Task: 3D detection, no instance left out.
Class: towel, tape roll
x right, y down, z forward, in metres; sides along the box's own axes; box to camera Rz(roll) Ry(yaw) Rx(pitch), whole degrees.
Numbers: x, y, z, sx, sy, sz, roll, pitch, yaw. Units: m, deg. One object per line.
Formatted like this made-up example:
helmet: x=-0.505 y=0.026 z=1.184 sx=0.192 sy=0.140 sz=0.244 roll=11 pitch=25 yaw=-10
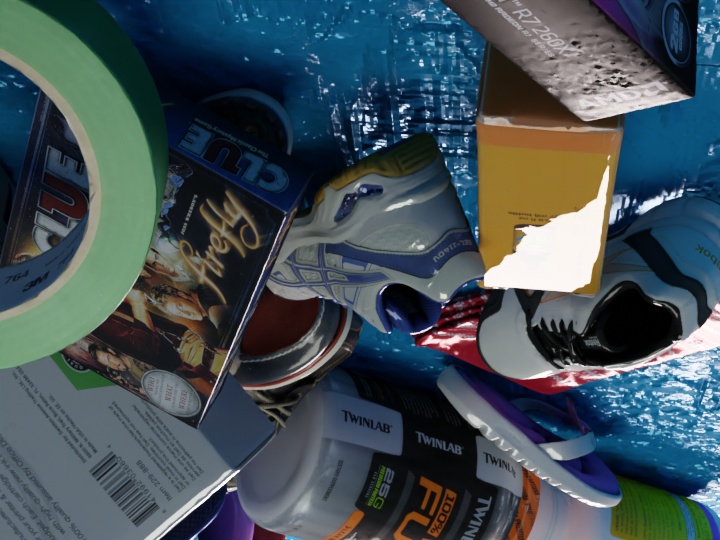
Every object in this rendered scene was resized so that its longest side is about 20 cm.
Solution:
towel: x=0.145 y=0.036 z=1.152 sx=0.144 sy=0.023 sz=0.199 roll=22 pitch=153 yaw=-36
tape roll: x=-0.188 y=-0.050 z=0.848 sx=0.199 sy=0.048 sz=0.202 roll=0 pitch=120 yaw=1

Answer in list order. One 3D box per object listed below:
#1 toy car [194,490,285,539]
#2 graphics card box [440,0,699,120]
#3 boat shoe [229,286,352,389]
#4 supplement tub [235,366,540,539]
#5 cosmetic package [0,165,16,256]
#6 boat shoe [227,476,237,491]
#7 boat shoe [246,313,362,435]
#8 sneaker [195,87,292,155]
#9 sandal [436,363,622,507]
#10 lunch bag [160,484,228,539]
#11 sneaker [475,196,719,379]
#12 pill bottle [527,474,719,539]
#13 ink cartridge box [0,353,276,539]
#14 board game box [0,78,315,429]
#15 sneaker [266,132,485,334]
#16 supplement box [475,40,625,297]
toy car: x=-0.141 y=0.243 z=1.590 sx=0.150 sy=0.176 sz=0.200 roll=-40 pitch=141 yaw=13
graphics card box: x=0.045 y=-0.146 z=0.596 sx=0.051 sy=0.126 sz=0.200 roll=-10 pitch=152 yaw=34
boat shoe: x=-0.096 y=0.032 z=1.150 sx=0.199 sy=0.072 sz=0.062 roll=-5 pitch=153 yaw=36
supplement tub: x=0.022 y=0.143 z=1.313 sx=0.199 sy=0.123 sz=0.122 roll=19 pitch=155 yaw=-29
cosmetic package: x=-0.230 y=-0.039 z=0.990 sx=0.050 sy=0.083 sz=0.200 roll=0 pitch=158 yaw=8
boat shoe: x=-0.064 y=0.128 z=1.371 sx=0.200 sy=0.073 sz=0.060 roll=12 pitch=156 yaw=-30
boat shoe: x=-0.061 y=0.073 z=1.227 sx=0.074 sy=0.074 sz=0.200 roll=16 pitch=156 yaw=-25
sneaker: x=-0.084 y=-0.039 z=0.991 sx=0.072 sy=0.073 sz=0.200 roll=37 pitch=141 yaw=-1
sandal: x=0.133 y=0.112 z=1.298 sx=0.050 sy=0.083 sz=0.202 roll=-48 pitch=135 yaw=10
lunch bag: x=-0.204 y=0.131 z=1.263 sx=0.200 sy=0.136 sz=0.132 roll=53 pitch=148 yaw=0
sneaker: x=0.124 y=0.022 z=1.025 sx=0.074 sy=0.080 sz=0.200 roll=47 pitch=142 yaw=-10
pill bottle: x=0.189 y=0.211 z=1.459 sx=0.199 sy=0.105 sz=0.104 roll=21 pitch=154 yaw=-31
ink cartridge box: x=-0.175 y=0.111 z=1.112 sx=0.200 sy=0.146 sz=0.084 roll=-40 pitch=180 yaw=20
board game box: x=-0.113 y=-0.013 z=0.953 sx=0.135 sy=0.035 sz=0.200 roll=29 pitch=140 yaw=3
sneaker: x=0.000 y=0.000 z=0.977 sx=0.075 sy=0.089 sz=0.200 roll=-27 pitch=177 yaw=-22
supplement box: x=0.090 y=-0.053 z=0.894 sx=0.066 sy=0.069 sz=0.200 roll=5 pitch=156 yaw=5
